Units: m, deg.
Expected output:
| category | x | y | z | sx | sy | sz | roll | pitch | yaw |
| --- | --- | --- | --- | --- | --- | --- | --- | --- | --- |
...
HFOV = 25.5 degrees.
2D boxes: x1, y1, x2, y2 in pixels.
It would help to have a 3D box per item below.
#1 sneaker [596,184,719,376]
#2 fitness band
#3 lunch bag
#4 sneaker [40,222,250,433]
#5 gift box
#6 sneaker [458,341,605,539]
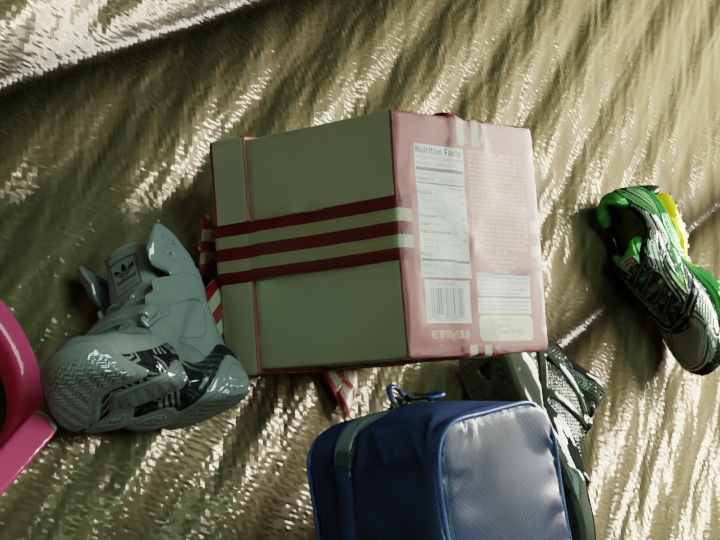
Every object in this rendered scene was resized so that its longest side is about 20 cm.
| category | x | y | z | sx | sy | sz | roll | pitch | yaw |
| --- | --- | --- | --- | --- | --- | --- | --- | --- | --- |
| sneaker | 0.278 | 0.012 | 1.495 | 0.085 | 0.078 | 0.200 | -4 | 60 | -43 |
| fitness band | -0.244 | 0.069 | 0.853 | 0.144 | 0.037 | 0.200 | 49 | 32 | -7 |
| lunch bag | 0.046 | 0.170 | 1.022 | 0.136 | 0.132 | 0.200 | -3 | 83 | -50 |
| sneaker | -0.142 | 0.033 | 0.958 | 0.115 | 0.075 | 0.200 | 65 | 16 | 15 |
| gift box | 0.000 | 0.000 | 1.084 | 0.185 | 0.187 | 0.200 | 8 | 79 | -49 |
| sneaker | 0.158 | 0.139 | 1.255 | 0.114 | 0.076 | 0.200 | 1 | 60 | -42 |
